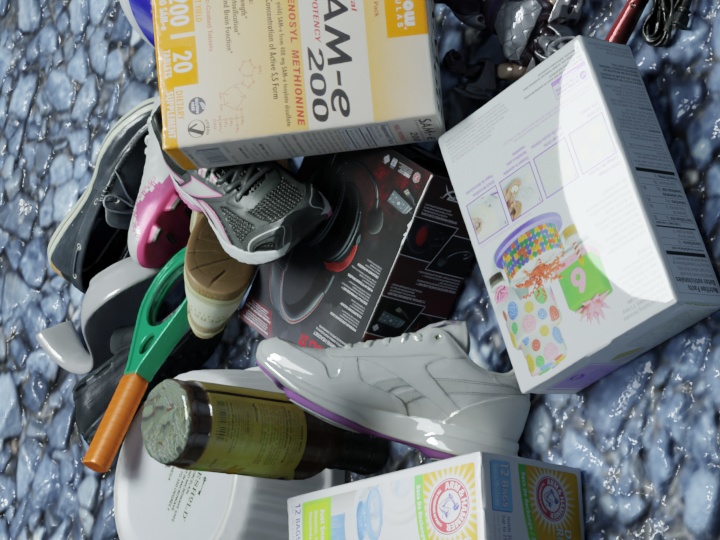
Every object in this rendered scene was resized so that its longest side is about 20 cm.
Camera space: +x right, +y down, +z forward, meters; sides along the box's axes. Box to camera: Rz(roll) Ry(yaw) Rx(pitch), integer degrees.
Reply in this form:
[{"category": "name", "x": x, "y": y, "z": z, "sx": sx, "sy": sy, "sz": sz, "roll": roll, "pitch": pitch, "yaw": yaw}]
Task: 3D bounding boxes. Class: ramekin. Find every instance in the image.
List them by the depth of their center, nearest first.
[{"category": "ramekin", "x": -0.111, "y": 0.169, "z": 1.688, "sx": 0.202, "sy": 0.094, "sz": 0.204, "roll": -18, "pitch": 65, "yaw": 45}]

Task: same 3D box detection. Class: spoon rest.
[{"category": "spoon rest", "x": -0.215, "y": 0.041, "z": 1.859, "sx": 0.200, "sy": 0.099, "sz": 0.061, "roll": -36, "pitch": 79, "yaw": 53}]

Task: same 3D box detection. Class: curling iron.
[{"category": "curling iron", "x": 0.166, "y": -0.125, "z": 1.507, "sx": 0.200, "sy": 0.025, "sz": 0.050, "roll": -55, "pitch": 42, "yaw": 24}]

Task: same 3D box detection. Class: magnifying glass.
[{"category": "magnifying glass", "x": -0.169, "y": 0.068, "z": 1.720, "sx": 0.079, "sy": 0.022, "sz": 0.201, "roll": -10, "pitch": 49, "yaw": 54}]

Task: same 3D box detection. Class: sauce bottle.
[{"category": "sauce bottle", "x": -0.064, "y": 0.120, "z": 1.568, "sx": 0.065, "sy": 0.199, "sz": 0.065, "roll": -16, "pitch": 68, "yaw": 47}]

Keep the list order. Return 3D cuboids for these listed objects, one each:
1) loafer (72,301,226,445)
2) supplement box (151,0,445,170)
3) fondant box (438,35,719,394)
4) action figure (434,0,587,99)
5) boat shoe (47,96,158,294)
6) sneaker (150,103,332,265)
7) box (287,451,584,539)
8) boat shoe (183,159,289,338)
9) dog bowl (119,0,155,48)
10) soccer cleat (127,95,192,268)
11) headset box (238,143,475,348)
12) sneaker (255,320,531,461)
[{"category": "loafer", "x": -0.183, "y": 0.073, "z": 1.812, "sx": 0.201, "sy": 0.068, "sz": 0.071, "roll": -44, "pitch": 67, "yaw": 36}, {"category": "supplement box", "x": -0.043, "y": -0.150, "z": 1.545, "sx": 0.199, "sy": 0.074, "sz": 0.127, "roll": -7, "pitch": 78, "yaw": 7}, {"category": "fondant box", "x": 0.146, "y": -0.035, "z": 1.463, "sx": 0.144, "sy": 0.058, "sz": 0.201, "roll": -34, "pitch": 63, "yaw": 38}, {"category": "action figure", "x": 0.095, "y": -0.195, "z": 1.578, "sx": 0.200, "sy": 0.069, "sz": 0.131, "roll": 43, "pitch": 107, "yaw": 42}, {"category": "boat shoe", "x": -0.204, "y": -0.063, "z": 1.874, "sx": 0.200, "sy": 0.074, "sz": 0.062, "roll": -56, "pitch": 50, "yaw": 21}, {"category": "sneaker", "x": -0.103, "y": -0.073, "z": 1.618, "sx": 0.080, "sy": 0.087, "sz": 0.200, "roll": -45, "pitch": 38, "yaw": -14}, {"category": "box", "x": 0.051, "y": 0.199, "z": 1.490, "sx": 0.199, "sy": 0.101, "sz": 0.113, "roll": -18, "pitch": 67, "yaw": 45}, {"category": "boat shoe", "x": -0.106, "y": -0.033, "z": 1.720, "sx": 0.201, "sy": 0.073, "sz": 0.063, "roll": -72, "pitch": 0, "yaw": -48}, {"category": "dog bowl", "x": -0.090, "y": -0.246, "z": 1.699, "sx": 0.079, "sy": 0.199, "sz": 0.201, "roll": 36, "pitch": 107, "yaw": 45}, {"category": "soccer cleat", "x": -0.150, "y": -0.097, "z": 1.799, "sx": 0.086, "sy": 0.070, "sz": 0.201, "roll": 23, "pitch": 78, "yaw": 29}, {"category": "headset box", "x": 0.000, "y": 0.000, "z": 1.623, "sx": 0.148, "sy": 0.075, "sz": 0.201, "roll": 36, "pitch": 107, "yaw": 48}, {"category": "sneaker", "x": 0.026, "y": 0.073, "z": 1.527, "sx": 0.075, "sy": 0.199, "sz": 0.100, "roll": 71, "pitch": -143, "yaw": -84}]
